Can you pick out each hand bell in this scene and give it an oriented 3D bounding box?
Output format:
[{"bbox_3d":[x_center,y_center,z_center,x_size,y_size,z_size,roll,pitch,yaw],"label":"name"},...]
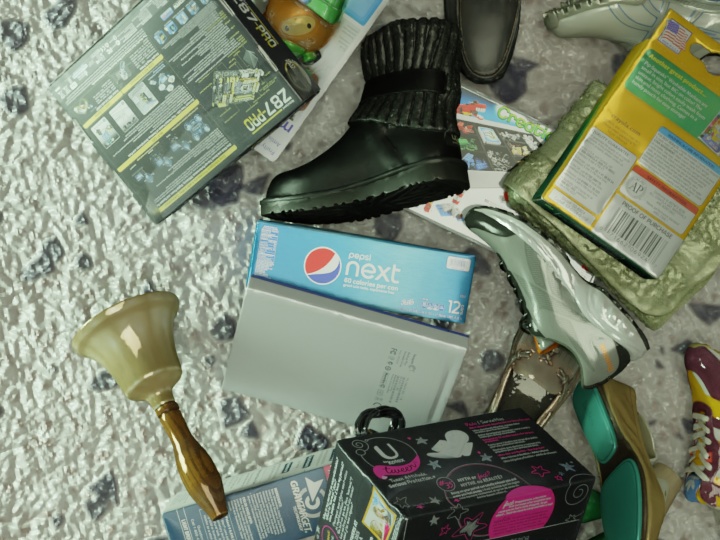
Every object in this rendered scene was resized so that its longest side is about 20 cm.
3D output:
[{"bbox_3d":[-0.166,0.130,1.582,0.104,0.104,0.200,-28,72,0],"label":"hand bell"}]

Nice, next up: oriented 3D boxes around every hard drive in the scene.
[{"bbox_3d":[-0.016,0.082,1.617,0.199,0.025,0.132,16,132,-2],"label":"hard drive"}]

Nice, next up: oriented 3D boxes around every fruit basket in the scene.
[{"bbox_3d":[-0.095,-0.229,1.606,0.185,0.094,0.200,37,95,-2],"label":"fruit basket"}]

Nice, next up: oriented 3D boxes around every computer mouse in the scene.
[{"bbox_3d":[0.038,0.162,1.591,0.034,0.200,0.059,6,71,31],"label":"computer mouse"}]

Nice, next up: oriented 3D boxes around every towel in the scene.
[{"bbox_3d":[0.242,-0.060,1.613,0.200,0.036,0.148,42,89,-4],"label":"towel"}]

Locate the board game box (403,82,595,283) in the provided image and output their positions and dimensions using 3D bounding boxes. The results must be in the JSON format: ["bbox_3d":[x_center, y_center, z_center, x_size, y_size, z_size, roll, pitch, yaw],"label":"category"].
[{"bbox_3d":[0.142,-0.076,1.644,0.199,0.035,0.127,26,91,-2],"label":"board game box"}]

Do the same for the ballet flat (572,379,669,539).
[{"bbox_3d":[0.242,0.175,1.598,0.063,0.201,0.069,12,138,-26],"label":"ballet flat"}]

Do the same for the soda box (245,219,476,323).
[{"bbox_3d":[0.000,0.000,1.629,0.199,0.068,0.064,10,92,-1],"label":"soda box"}]

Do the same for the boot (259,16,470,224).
[{"bbox_3d":[0.002,-0.130,1.614,0.210,0.079,0.158,-12,75,22],"label":"boot"}]

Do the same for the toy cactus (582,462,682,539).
[{"bbox_3d":[0.231,0.248,1.646,0.200,0.102,0.165,45,72,0],"label":"toy cactus"}]

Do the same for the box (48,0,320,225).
[{"bbox_3d":[-0.157,-0.160,1.587,0.200,0.049,0.161,-38,91,29],"label":"box"}]

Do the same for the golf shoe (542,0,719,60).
[{"bbox_3d":[0.266,-0.211,1.624,0.199,0.078,0.098,-5,99,0],"label":"golf shoe"}]

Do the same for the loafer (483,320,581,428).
[{"bbox_3d":[0.154,0.109,1.626,0.072,0.063,0.200,27,101,2],"label":"loafer"}]

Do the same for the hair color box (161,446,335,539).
[{"bbox_3d":[-0.070,0.208,1.616,0.199,0.100,0.061,-17,93,4],"label":"hair color box"}]

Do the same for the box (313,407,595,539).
[{"bbox_3d":[0.075,0.209,1.518,0.199,0.115,0.133,-6,124,-33],"label":"box"}]

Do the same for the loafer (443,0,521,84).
[{"bbox_3d":[0.113,-0.268,1.617,0.072,0.072,0.201,0,93,-2],"label":"loafer"}]

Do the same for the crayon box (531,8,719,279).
[{"bbox_3d":[0.258,-0.109,1.570,0.126,0.052,0.200,35,87,-4],"label":"crayon box"}]

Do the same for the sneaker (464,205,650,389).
[{"bbox_3d":[0.159,0.020,1.577,0.079,0.074,0.200,-45,74,2],"label":"sneaker"}]

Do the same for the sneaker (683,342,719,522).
[{"bbox_3d":[0.327,0.166,1.639,0.090,0.075,0.201,-27,92,-5],"label":"sneaker"}]
